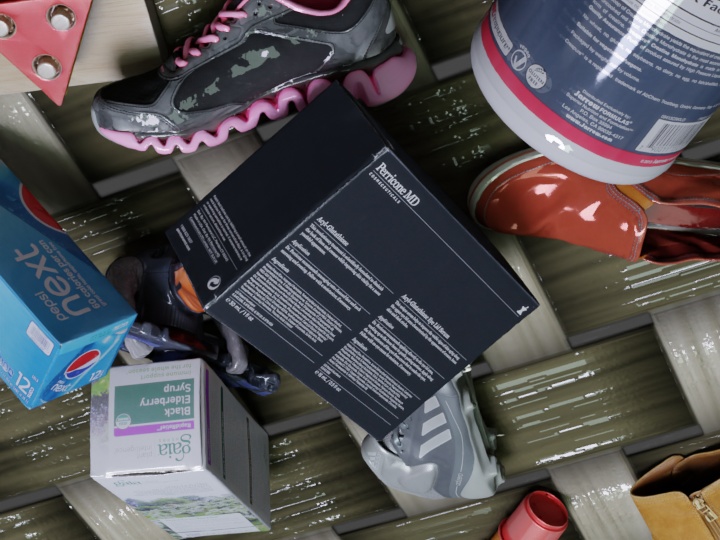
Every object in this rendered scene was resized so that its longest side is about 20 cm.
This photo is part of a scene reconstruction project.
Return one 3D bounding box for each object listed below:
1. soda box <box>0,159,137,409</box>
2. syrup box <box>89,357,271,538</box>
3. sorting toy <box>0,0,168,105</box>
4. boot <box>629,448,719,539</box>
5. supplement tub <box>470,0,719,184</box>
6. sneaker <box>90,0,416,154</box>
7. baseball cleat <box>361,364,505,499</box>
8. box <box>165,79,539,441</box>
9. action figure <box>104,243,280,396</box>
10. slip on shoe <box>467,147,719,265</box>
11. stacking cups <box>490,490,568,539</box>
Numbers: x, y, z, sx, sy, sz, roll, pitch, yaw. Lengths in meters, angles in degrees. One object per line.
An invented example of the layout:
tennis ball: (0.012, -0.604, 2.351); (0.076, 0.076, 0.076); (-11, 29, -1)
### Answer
soda box: (-0.234, -0.012, 0.970); (0.200, 0.068, 0.064); (47, 129, 17)
syrup box: (-0.123, 0.130, 1.095); (0.078, 0.082, 0.200); (-6, 157, 8)
sorting toy: (-0.236, -0.176, 0.900); (0.199, 0.070, 0.199); (-6, 130, 8)
boot: (0.252, 0.220, 1.220); (0.201, 0.071, 0.144); (-35, 114, 25)
supplement tub: (0.164, -0.159, 0.846); (0.140, 0.141, 0.200); (23, 128, -16)
sneaker: (-0.069, -0.134, 0.922); (0.199, 0.079, 0.096); (-16, 122, -4)
baseball cleat: (0.043, 0.106, 1.125); (0.106, 0.070, 0.201); (-11, 128, 12)
box: (0.000, 0.000, 0.947); (0.141, 0.079, 0.200); (-39, 137, 8)
action figure: (-0.096, 0.017, 1.065); (0.193, 0.105, 0.200); (-15, 156, 23)
slip on shoe: (0.169, -0.039, 1.001); (0.199, 0.061, 0.074); (5, 132, 0)
stacking cups: (0.110, 0.257, 1.263); (0.060, 0.061, 0.200); (23, 124, -16)
